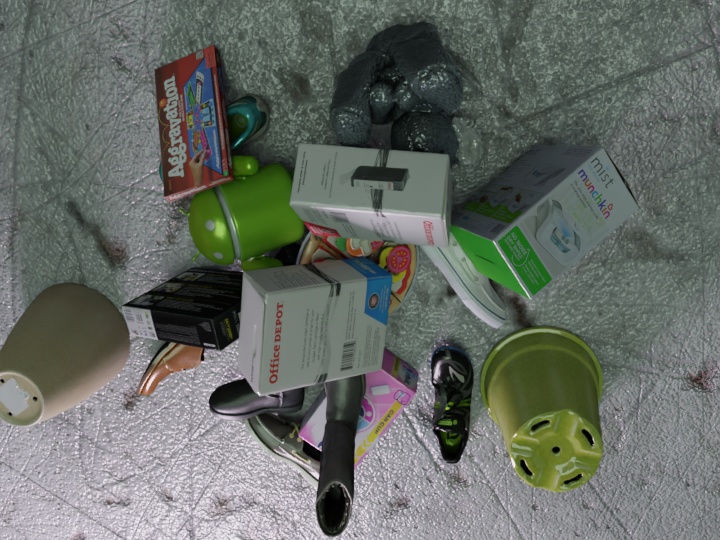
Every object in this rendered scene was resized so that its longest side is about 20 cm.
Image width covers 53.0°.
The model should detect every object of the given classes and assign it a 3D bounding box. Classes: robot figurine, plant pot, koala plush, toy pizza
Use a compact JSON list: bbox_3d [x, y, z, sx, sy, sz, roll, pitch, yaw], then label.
[{"bbox_3d":[-0.156,-0.081,1.030,0.195,0.116,0.180,-20,116,-18],"label":"robot figurine"},{"bbox_3d":[0.279,0.218,1.077,0.194,0.185,0.206,3,113,6],"label":"plant pot"},{"bbox_3d":[0.075,-0.204,0.971,0.173,0.187,0.201,-20,129,20],"label":"koala plush"},{"bbox_3d":[0.000,0.000,1.069,0.194,0.032,0.206,-8,115,-16],"label":"toy pizza"},{"bbox_3d":[-0.491,0.149,1.138,0.181,0.201,0.193,3,113,6],"label":"plant pot"}]

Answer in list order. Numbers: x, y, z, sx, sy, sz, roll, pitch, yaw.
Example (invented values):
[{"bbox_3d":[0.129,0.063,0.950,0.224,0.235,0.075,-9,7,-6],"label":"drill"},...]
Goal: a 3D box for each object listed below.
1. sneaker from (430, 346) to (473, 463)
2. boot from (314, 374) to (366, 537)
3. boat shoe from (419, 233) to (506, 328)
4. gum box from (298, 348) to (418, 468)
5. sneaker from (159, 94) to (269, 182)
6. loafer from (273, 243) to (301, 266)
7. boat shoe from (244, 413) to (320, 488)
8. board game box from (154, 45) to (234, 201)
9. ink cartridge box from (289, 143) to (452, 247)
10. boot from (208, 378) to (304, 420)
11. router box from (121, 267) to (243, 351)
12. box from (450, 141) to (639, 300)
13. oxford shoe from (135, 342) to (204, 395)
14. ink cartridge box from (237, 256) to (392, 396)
[{"bbox_3d":[0.147,0.215,1.147,0.068,0.083,0.205,-2,111,7],"label":"sneaker"},{"bbox_3d":[-0.033,0.245,1.044,0.070,0.201,0.187,1,111,9],"label":"boot"},{"bbox_3d":[0.160,-0.004,1.064,0.066,0.074,0.200,-40,102,20],"label":"boat shoe"},{"bbox_3d":[-0.007,0.221,1.177,0.112,0.066,0.202,34,112,-5],"label":"gum box"},{"bbox_3d":[-0.219,-0.185,1.038,0.198,0.080,0.078,-34,104,18],"label":"sneaker"},{"bbox_3d":[-0.142,0.050,1.125,0.067,0.071,0.204,27,112,-4],"label":"loafer"},{"bbox_3d":[-0.106,0.291,1.217,0.201,0.073,0.060,41,111,-16],"label":"boat shoe"},{"bbox_3d":[-0.232,-0.205,0.998,0.100,0.019,0.206,-16,70,16],"label":"board game box"},{"bbox_3d":[0.022,-0.095,0.943,0.194,0.144,0.086,7,79,11],"label":"ink cartridge box"},{"bbox_3d":[-0.159,0.146,1.122,0.160,0.067,0.203,-5,138,-13],"label":"boot"},{"bbox_3d":[-0.227,0.051,1.055,0.196,0.148,0.052,5,116,36],"label":"router box"},{"bbox_3d":[0.224,-0.073,0.938,0.175,0.200,0.097,-39,104,-3],"label":"box"},{"bbox_3d":[-0.298,0.144,1.184,0.071,0.072,0.200,38,110,-14],"label":"oxford shoe"},{"bbox_3d":[-0.063,0.071,0.987,0.195,0.084,0.150,-6,115,-31],"label":"ink cartridge box"}]
